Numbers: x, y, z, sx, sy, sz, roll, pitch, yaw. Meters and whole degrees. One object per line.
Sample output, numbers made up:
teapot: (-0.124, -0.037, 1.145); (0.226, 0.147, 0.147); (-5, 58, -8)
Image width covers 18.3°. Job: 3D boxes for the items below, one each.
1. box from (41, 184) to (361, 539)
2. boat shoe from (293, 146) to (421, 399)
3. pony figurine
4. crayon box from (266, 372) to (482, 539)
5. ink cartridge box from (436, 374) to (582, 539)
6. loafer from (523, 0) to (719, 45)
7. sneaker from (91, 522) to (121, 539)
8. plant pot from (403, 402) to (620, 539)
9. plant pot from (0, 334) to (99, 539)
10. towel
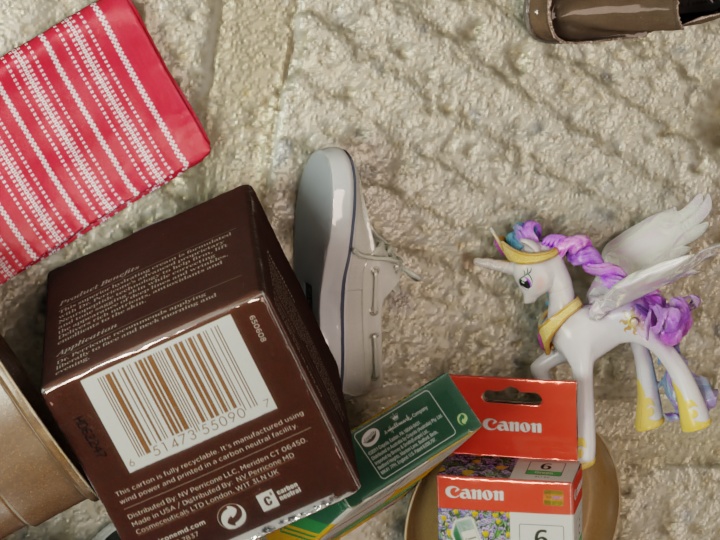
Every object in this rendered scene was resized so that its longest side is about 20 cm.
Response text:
box: (-0.111, 0.073, 1.539); (0.165, 0.200, 0.165); (-24, 113, 5)
boat shoe: (0.002, 0.002, 1.672); (0.086, 0.075, 0.203); (-8, 110, -23)
pony figurine: (0.204, 0.035, 1.741); (0.192, 0.167, 0.201); (-19, 100, 6)
crayon box: (-0.002, 0.155, 1.665); (0.125, 0.200, 0.052); (-30, 80, -27)
ink cartridge box: (0.116, 0.185, 1.729); (0.108, 0.050, 0.201); (2, 108, 14)
loafer: (0.219, -0.217, 1.719); (0.199, 0.071, 0.073); (-15, 110, -22)
sneaker: (-0.194, 0.260, 1.645); (0.200, 0.080, 0.074); (-46, 117, -10)
plant pot: (0.119, 0.199, 1.810); (0.199, 0.027, 0.201); (-8, 108, -25)
plant pot: (-0.309, 0.126, 1.496); (0.198, 0.200, 0.201); (-35, 116, -6)
towel: (-0.216, -0.090, 1.571); (0.200, 0.022, 0.145); (-33, 115, -14)
